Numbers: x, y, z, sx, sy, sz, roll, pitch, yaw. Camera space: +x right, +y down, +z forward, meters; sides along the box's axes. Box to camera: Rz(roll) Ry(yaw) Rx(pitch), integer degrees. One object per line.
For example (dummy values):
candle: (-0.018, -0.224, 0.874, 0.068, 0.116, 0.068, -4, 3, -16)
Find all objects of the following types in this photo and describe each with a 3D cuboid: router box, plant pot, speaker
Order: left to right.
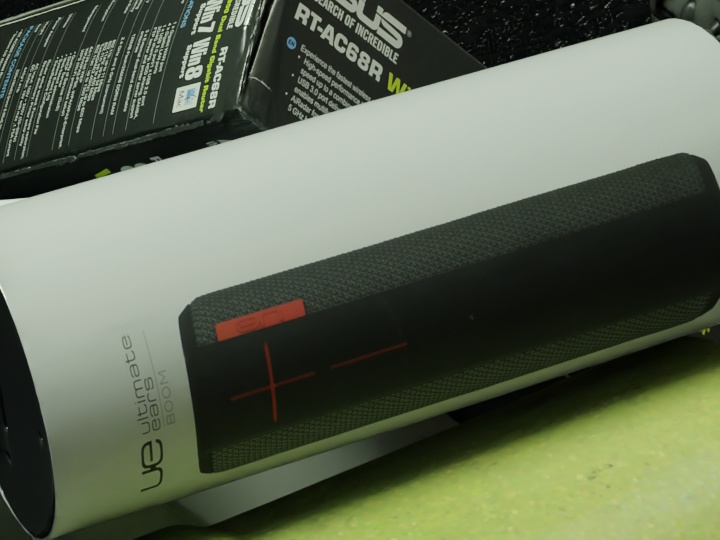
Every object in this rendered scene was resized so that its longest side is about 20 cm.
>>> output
router box: (-0.008, -0.009, 0.849, 0.150, 0.200, 0.062, -12, 53, 46)
speaker: (0.000, 0.000, 0.716, 0.199, 0.081, 0.081, -16, 25, -20)
plant pot: (0.039, 0.115, 0.735, 0.184, 0.201, 0.200, -29, 27, -22)

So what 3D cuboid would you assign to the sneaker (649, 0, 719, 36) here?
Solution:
sneaker: (0.141, -0.075, 0.913, 0.098, 0.071, 0.201, -30, 38, 22)

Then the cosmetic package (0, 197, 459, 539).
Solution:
cosmetic package: (-0.045, 0.060, 0.847, 0.113, 0.200, 0.081, -2, 59, 38)
